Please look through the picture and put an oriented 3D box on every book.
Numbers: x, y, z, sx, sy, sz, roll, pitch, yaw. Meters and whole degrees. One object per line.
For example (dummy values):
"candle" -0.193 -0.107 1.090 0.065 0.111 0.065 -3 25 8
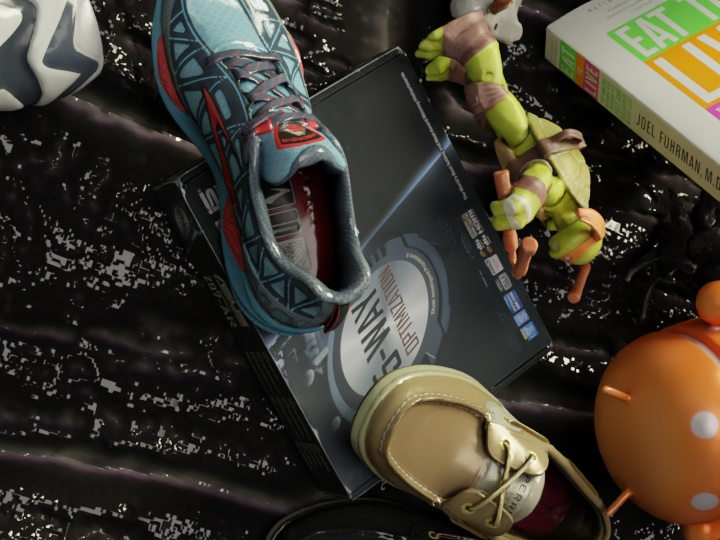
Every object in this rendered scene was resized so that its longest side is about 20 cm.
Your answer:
"book" 0.221 -0.108 0.824 0.133 0.200 0.048 -27 140 -20

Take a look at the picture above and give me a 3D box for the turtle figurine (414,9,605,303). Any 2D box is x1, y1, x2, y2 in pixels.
"turtle figurine" 0.092 -0.065 0.776 0.064 0.200 0.162 -33 80 17

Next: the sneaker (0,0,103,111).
"sneaker" -0.219 -0.164 0.670 0.129 0.079 0.201 -28 109 -33

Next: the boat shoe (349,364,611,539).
"boat shoe" 0.075 0.110 0.764 0.199 0.066 0.075 28 92 -44

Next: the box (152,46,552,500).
"box" 0.000 0.000 0.785 0.159 0.043 0.202 -32 101 -24

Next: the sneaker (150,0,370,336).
"sneaker" -0.039 -0.068 0.693 0.079 0.095 0.202 -23 97 -25

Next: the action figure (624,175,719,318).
"action figure" 0.256 -0.042 0.880 0.198 0.102 0.120 -24 121 9

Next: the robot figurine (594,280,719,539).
"robot figurine" 0.222 0.083 0.823 0.198 0.144 0.117 -14 64 -26

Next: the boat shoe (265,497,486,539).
"boat shoe" 0.042 0.178 0.787 0.199 0.063 0.075 19 84 -22

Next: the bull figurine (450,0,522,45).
"bull figurine" 0.080 -0.240 0.825 0.121 0.065 0.202 -27 99 -26
